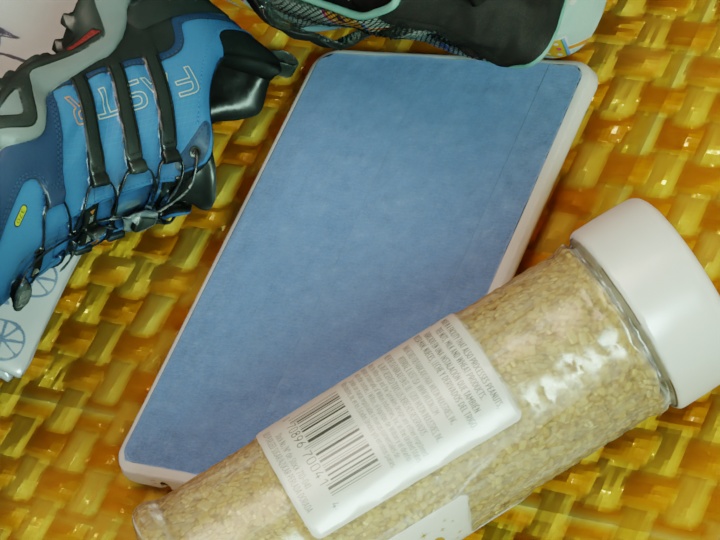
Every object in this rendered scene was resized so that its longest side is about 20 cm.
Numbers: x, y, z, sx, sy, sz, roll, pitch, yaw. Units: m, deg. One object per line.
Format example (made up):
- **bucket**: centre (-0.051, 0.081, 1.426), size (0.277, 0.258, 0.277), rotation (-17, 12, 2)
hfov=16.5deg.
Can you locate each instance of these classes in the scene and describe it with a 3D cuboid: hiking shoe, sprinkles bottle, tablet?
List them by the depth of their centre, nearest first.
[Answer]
- **sprinkles bottle**: centre (0.025, 0.055, 0.811), size (0.200, 0.068, 0.068), rotation (-32, 45, -3)
- **tablet**: centre (0.000, 0.000, 0.920), size (0.130, 0.014, 0.200), rotation (6, 58, 34)
- **hiking shoe**: centre (-0.098, -0.042, 0.939), size (0.087, 0.074, 0.200), rotation (28, 54, 3)

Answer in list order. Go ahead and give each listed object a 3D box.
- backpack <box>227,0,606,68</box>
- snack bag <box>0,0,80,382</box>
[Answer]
- **backpack**: centre (0.007, -0.168, 0.934), size (0.200, 0.153, 0.176), rotation (14, 90, 39)
- **snack bag**: centre (-0.179, -0.067, 0.998), size (0.188, 0.021, 0.200), rotation (23, 56, 4)
